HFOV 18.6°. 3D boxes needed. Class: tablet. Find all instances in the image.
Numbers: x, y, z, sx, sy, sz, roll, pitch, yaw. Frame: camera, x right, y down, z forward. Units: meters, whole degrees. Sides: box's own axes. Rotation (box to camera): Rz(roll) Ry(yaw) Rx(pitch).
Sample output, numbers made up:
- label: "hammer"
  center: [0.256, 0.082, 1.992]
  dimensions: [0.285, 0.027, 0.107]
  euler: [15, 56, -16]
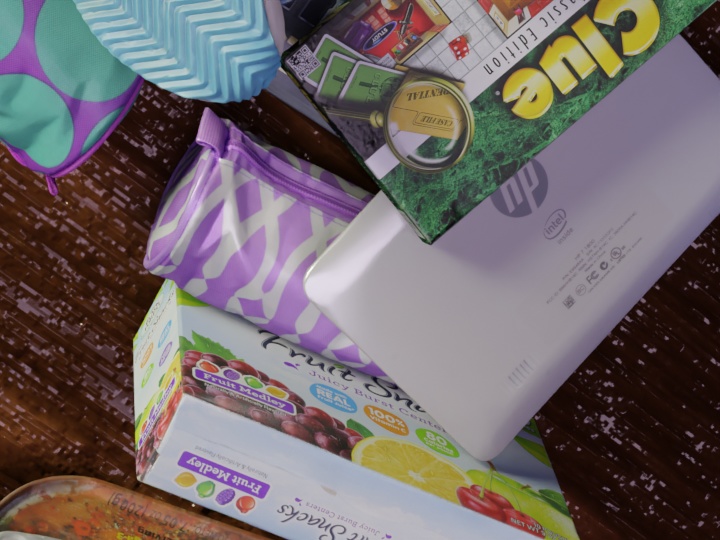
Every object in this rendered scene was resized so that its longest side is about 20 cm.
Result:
- label: "tablet"
  center: [0.082, -0.025, 0.977]
  dimensions: [0.200, 0.014, 0.130]
  euler: [-47, 112, -4]

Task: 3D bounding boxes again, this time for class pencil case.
- label: "pencil case"
  center: [-0.183, -0.124, 0.942]
  dimensions: [0.200, 0.085, 0.092]
  euler: [37, 103, -19]
- label: "pencil case"
  center: [0.000, 0.000, 1.012]
  dimensions: [0.200, 0.084, 0.086]
  euler: [22, 141, -16]

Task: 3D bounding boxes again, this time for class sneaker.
- label: "sneaker"
  center: [-0.093, -0.143, 0.897]
  dimensions: [0.077, 0.081, 0.200]
  euler: [-47, 67, 14]

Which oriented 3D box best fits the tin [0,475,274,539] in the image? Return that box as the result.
- label: "tin"
  center: [-0.094, 0.170, 1.054]
  dimensions: [0.200, 0.112, 0.042]
  euler: [22, 131, -14]

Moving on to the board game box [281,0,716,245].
- label: "board game box"
  center: [0.072, -0.114, 0.940]
  dimensions: [0.200, 0.023, 0.105]
  euler: [-41, 104, -4]

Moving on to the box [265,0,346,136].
- label: "box"
  center: [0.016, -0.137, 0.979]
  dimensions: [0.200, 0.051, 0.158]
  euler: [31, 103, -17]

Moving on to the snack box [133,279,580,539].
- label: "snack box"
  center: [-0.004, 0.081, 1.013]
  dimensions: [0.200, 0.142, 0.053]
  euler: [24, 107, -16]
